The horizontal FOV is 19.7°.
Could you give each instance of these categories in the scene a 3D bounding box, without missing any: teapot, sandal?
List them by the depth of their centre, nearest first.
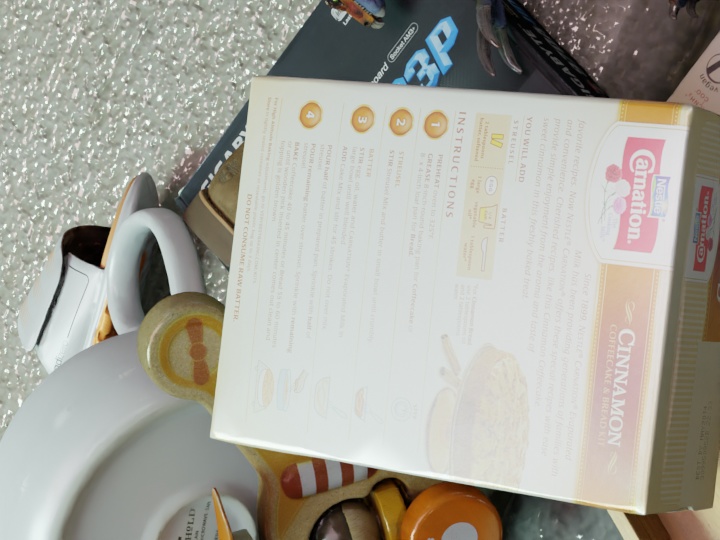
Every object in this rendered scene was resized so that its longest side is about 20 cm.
[{"bbox_3d":[-0.108,0.105,1.036,0.200,0.198,0.146,-44,34,-8],"label":"teapot"},{"bbox_3d":[-0.160,0.043,1.119,0.059,0.079,0.208,17,100,3],"label":"sandal"}]

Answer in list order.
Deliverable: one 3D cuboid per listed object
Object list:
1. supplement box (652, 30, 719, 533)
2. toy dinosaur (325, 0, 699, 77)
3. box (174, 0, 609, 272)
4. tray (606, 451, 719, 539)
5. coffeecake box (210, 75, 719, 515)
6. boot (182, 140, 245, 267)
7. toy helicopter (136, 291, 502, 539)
[{"bbox_3d":[0.160,0.004,0.901,0.126,0.073,0.200,47,113,28],"label":"supplement box"},{"bbox_3d":[0.072,-0.161,0.955,0.181,0.200,0.105,15,137,35],"label":"toy dinosaur"},{"bbox_3d":[0.016,-0.053,1.025,0.200,0.046,0.159,-51,62,22],"label":"box"},{"bbox_3d":[0.144,0.071,0.845,0.099,0.037,0.201,-39,70,27],"label":"tray"},{"bbox_3d":[0.047,0.007,0.839,0.199,0.073,0.155,7,90,31],"label":"coffeecake box"},{"bbox_3d":[0.000,0.000,0.967,0.200,0.074,0.076,43,101,31],"label":"boot"},{"bbox_3d":[-0.038,0.094,0.955,0.132,0.200,0.079,-41,23,-1],"label":"toy helicopter"}]
